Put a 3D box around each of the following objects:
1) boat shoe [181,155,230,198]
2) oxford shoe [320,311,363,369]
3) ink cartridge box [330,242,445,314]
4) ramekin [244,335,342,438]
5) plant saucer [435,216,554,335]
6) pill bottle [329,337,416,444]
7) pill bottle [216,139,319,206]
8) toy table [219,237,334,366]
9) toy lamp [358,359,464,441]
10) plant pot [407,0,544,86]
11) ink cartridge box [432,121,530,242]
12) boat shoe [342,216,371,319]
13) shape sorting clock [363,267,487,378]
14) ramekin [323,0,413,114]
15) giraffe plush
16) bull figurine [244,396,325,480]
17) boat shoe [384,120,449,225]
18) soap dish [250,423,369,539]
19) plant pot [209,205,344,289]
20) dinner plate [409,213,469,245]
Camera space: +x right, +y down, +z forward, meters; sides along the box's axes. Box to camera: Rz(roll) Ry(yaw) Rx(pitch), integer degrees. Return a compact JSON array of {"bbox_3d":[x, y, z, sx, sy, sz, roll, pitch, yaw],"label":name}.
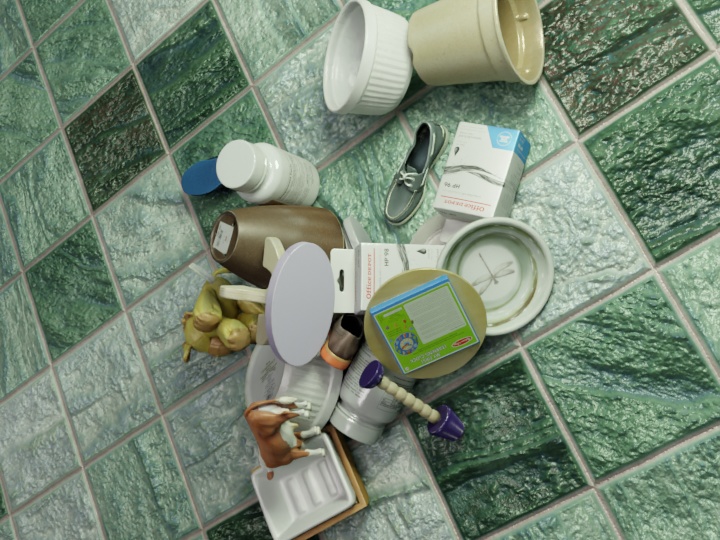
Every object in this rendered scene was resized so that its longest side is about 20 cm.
[{"bbox_3d":[-0.272,-0.195,1.777,0.199,0.069,0.085,-13,85,28],"label":"boat shoe"},{"bbox_3d":[-0.018,0.101,1.528,0.071,0.200,0.073,31,109,-9],"label":"oxford shoe"},{"bbox_3d":[0.052,0.016,1.473,0.199,0.067,0.116,1,82,-11],"label":"ink cartridge box"},{"bbox_3d":[-0.126,0.191,1.566,0.200,0.105,0.201,-36,45,47],"label":"ramekin"},{"bbox_3d":[0.216,0.006,1.444,0.199,0.050,0.201,-2,105,-7],"label":"plant saucer"},{"bbox_3d":[0.032,0.192,1.521,0.113,0.113,0.201,32,98,29],"label":"pill bottle"},{"bbox_3d":[-0.174,-0.176,1.639,0.114,0.200,0.115,-5,80,29],"label":"pill bottle"},{"bbox_3d":[-0.129,0.047,1.460,0.117,0.183,0.201,14,89,49],"label":"toy table"},{"bbox_3d":[0.090,0.220,1.454,0.058,0.200,0.058,-44,21,22],"label":"toy lamp"},{"bbox_3d":[0.188,-0.393,1.476,0.183,0.200,0.201,-7,79,33],"label":"plant pot"},{"bbox_3d":[0.200,-0.141,1.486,0.116,0.068,0.201,14,82,30],"label":"ink cartridge box"},{"bbox_3d":[0.000,0.000,1.596,0.066,0.072,0.201,-27,78,20],"label":"boat shoe"},{"bbox_3d":[0.105,0.086,1.419,0.199,0.039,0.201,0,111,1],"label":"shape sorting clock"},{"bbox_3d":[0.016,-0.373,1.566,0.200,0.105,0.201,-172,90,-67],"label":"ramekin"},{"bbox_3d":[-0.284,0.105,1.702,0.200,0.172,0.162,44,126,16],"label":"giraffe plush"},{"bbox_3d":[-0.130,0.283,1.480,0.121,0.200,0.065,-13,48,2],"label":"bull figurine"},{"bbox_3d":[0.089,-0.177,1.571,0.073,0.062,0.201,32,98,29],"label":"boat shoe"},{"bbox_3d":[-0.088,0.391,1.579,0.200,0.081,0.158,-33,68,21],"label":"soap dish"},{"bbox_3d":[-0.165,-0.042,1.587,0.187,0.200,0.188,-15,70,47],"label":"plant pot"},{"bbox_3d":[0.164,-0.012,1.529,0.199,0.024,0.201,-5,80,29],"label":"dinner plate"}]
